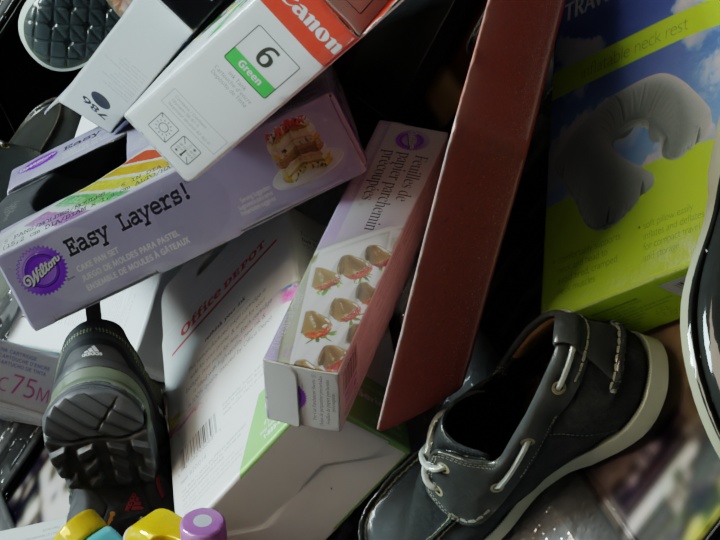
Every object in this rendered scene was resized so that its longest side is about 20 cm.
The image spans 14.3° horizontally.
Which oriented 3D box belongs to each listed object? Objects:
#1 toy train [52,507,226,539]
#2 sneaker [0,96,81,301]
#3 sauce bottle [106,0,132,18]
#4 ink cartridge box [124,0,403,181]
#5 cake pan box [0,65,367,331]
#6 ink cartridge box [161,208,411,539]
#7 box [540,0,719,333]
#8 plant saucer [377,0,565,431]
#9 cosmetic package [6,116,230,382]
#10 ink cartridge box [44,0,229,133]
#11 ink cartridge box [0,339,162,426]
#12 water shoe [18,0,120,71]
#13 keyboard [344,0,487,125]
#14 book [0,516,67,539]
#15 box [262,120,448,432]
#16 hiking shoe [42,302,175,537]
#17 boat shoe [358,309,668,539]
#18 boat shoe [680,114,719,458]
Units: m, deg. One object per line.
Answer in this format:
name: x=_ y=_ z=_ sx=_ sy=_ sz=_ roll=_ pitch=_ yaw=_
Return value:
toy train: x=-0.092 y=0.190 z=1.421 sx=0.056 sy=0.150 sz=0.200 roll=-34 pitch=21 yaw=-35
sneaker: x=-0.235 y=-0.062 z=1.747 sx=0.075 sy=0.106 sz=0.200 roll=-32 pitch=24 yaw=39
sauce bottle: x=-0.059 y=-0.208 z=1.639 sx=0.200 sy=0.066 sz=0.066 roll=-38 pitch=41 yaw=9
ink cartridge box: x=-0.017 y=-0.132 z=1.358 sx=0.200 sy=0.050 sz=0.109 roll=-39 pitch=9 yaw=37
cake pan box: x=-0.098 y=-0.051 z=1.508 sx=0.200 sy=0.052 sz=0.184 roll=-26 pitch=15 yaw=5
ink cartridge box: x=-0.043 y=0.051 z=1.489 sx=0.117 sy=0.067 sz=0.200 roll=-47 pitch=30 yaw=26
box: x=0.144 y=-0.076 z=1.342 sx=0.122 sy=0.048 sz=0.200 roll=-24 pitch=54 yaw=46
plant saucer: x=0.059 y=-0.053 z=1.347 sx=0.200 sy=0.037 sz=0.200 roll=-73 pitch=-2 yaw=-46
cosmetic package: x=-0.122 y=-0.038 z=1.674 sx=0.151 sy=0.052 sz=0.200 roll=7 pitch=77 yaw=53
ink cartridge box: x=-0.100 y=-0.134 z=1.512 sx=0.099 sy=0.039 sz=0.200 roll=-50 pitch=6 yaw=-24
ink cartridge box: x=-0.218 y=0.064 z=1.685 sx=0.200 sy=0.119 sz=0.042 roll=0 pitch=74 yaw=54
water shoe: x=-0.124 y=-0.198 z=1.714 sx=0.200 sy=0.072 sz=0.079 roll=-34 pitch=18 yaw=0
keyboard: x=0.063 y=-0.165 z=1.526 sx=0.200 sy=0.021 sz=0.127 roll=-62 pitch=29 yaw=9
book: x=-0.211 y=0.246 z=1.640 sx=0.134 sy=0.048 sz=0.200 roll=-15 pitch=58 yaw=52
box: x=0.000 y=0.000 z=1.415 sx=0.200 sy=0.039 sz=0.041 roll=-65 pitch=-19 yaw=-47
hiking shoe: x=-0.123 y=0.102 z=1.524 sx=0.200 sy=0.076 sz=0.101 roll=89 pitch=-178 yaw=-47
boat shoe: x=0.057 y=0.081 z=1.355 sx=0.200 sy=0.068 sz=0.072 roll=-41 pitch=43 yaw=39
boat shoe: x=0.184 y=-0.004 z=1.223 sx=0.063 sy=0.074 sz=0.202 roll=-29 pitch=44 yaw=52
